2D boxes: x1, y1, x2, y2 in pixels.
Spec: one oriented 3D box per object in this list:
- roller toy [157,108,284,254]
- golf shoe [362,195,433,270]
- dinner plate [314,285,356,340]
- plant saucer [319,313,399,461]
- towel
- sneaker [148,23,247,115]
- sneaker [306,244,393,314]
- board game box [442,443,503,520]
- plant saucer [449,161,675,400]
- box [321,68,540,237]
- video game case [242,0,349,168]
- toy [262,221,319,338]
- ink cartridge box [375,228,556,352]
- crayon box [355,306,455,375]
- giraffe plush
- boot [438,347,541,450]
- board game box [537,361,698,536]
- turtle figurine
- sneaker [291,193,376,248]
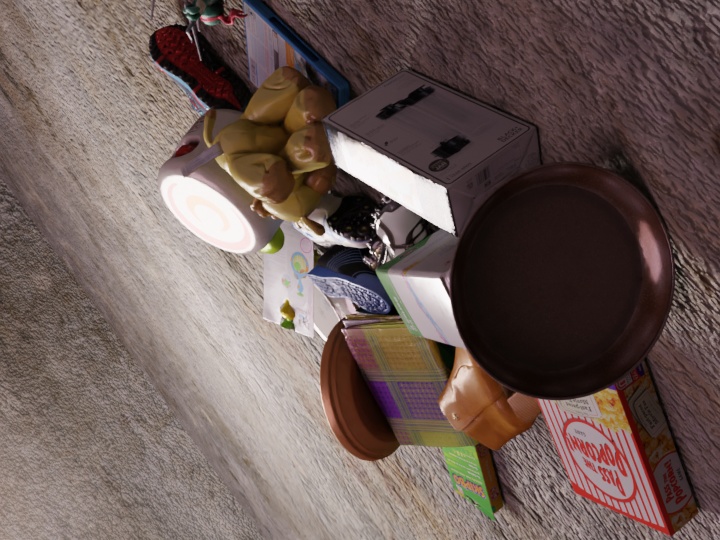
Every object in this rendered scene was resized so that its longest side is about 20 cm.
[{"bbox_3d":[-0.177,-0.129,1.481,0.182,0.140,0.200,24,152,15],"label":"roller toy"},{"bbox_3d":[0.062,-0.040,1.230,0.094,0.078,0.200,41,161,13],"label":"golf shoe"},{"bbox_3d":[-0.054,0.064,1.667,0.200,0.024,0.201,44,154,29],"label":"dinner plate"},{"bbox_3d":[0.019,0.155,1.437,0.037,0.200,0.201,-12,112,36],"label":"plant saucer"},{"bbox_3d":[0.064,0.140,1.348,0.143,0.023,0.201,-6,117,43],"label":"towel"},{"bbox_3d":[-0.241,-0.272,1.546,0.200,0.079,0.096,50,159,21],"label":"sneaker"},{"bbox_3d":[0.000,0.000,1.382,0.070,0.078,0.200,47,165,-27],"label":"sneaker"},{"bbox_3d":[0.148,0.257,1.487,0.095,0.030,0.201,31,143,50],"label":"board game box"},{"bbox_3d":[0.168,0.009,0.899,0.201,0.199,0.032,62,174,-10],"label":"plant saucer"},{"bbox_3d":[0.067,-0.121,1.040,0.200,0.116,0.060,34,151,43],"label":"box"},{"bbox_3d":[-0.081,-0.237,1.331,0.200,0.018,0.143,47,155,27],"label":"video game case"},{"bbox_3d":[-0.096,-0.011,1.592,0.115,0.047,0.201,18,111,41],"label":"toy"},{"bbox_3d":[0.118,0.000,1.012,0.088,0.145,0.200,61,167,-7],"label":"ink cartridge box"},{"bbox_3d":[0.084,0.128,1.386,0.127,0.051,0.201,3,123,48],"label":"crayon box"},{"bbox_3d":[-0.092,-0.122,1.295,0.162,0.199,0.173,46,-151,-50],"label":"giraffe plush"},{"bbox_3d":[0.124,0.115,1.245,0.201,0.071,0.144,48,136,7],"label":"boot"},{"bbox_3d":[0.256,0.163,1.105,0.151,0.046,0.201,12,130,61],"label":"board game box"},{"bbox_3d":[-0.206,-0.372,1.306,0.150,0.100,0.201,35,137,47],"label":"turtle figurine"},{"bbox_3d":[-0.028,-0.059,1.385,0.200,0.072,0.073,26,144,57],"label":"sneaker"}]
